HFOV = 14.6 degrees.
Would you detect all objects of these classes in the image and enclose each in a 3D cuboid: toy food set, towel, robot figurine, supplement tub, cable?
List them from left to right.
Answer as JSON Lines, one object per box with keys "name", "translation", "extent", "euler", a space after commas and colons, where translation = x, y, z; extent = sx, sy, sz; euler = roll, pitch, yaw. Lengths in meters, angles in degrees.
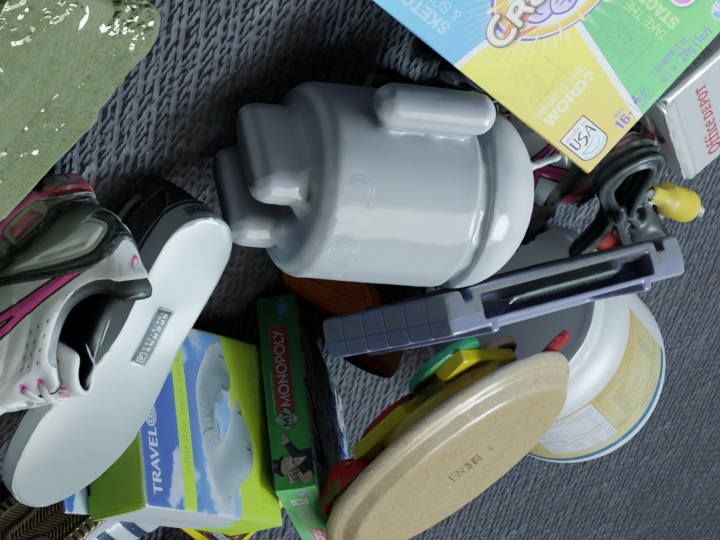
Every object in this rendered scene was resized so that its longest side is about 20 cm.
{"name": "towel", "translation": [-0.198, -0.075, 1.406], "extent": [0.200, 0.037, 0.148], "euler": [-47, 156, 13]}
{"name": "robot figurine", "translation": [0.016, -0.048, 1.642], "extent": [0.199, 0.113, 0.170], "euler": [4, 146, -24]}
{"name": "toy food set", "translation": [0.056, 0.109, 1.815], "extent": [0.198, 0.049, 0.200], "euler": [-44, 161, 18]}
{"name": "supplement tub", "translation": [0.129, 0.049, 1.996], "extent": [0.145, 0.145, 0.200], "euler": [-43, 156, 2]}
{"name": "cable", "translation": [0.164, -0.045, 1.821], "extent": [0.097, 0.050, 0.200], "euler": [-23, 157, 9]}

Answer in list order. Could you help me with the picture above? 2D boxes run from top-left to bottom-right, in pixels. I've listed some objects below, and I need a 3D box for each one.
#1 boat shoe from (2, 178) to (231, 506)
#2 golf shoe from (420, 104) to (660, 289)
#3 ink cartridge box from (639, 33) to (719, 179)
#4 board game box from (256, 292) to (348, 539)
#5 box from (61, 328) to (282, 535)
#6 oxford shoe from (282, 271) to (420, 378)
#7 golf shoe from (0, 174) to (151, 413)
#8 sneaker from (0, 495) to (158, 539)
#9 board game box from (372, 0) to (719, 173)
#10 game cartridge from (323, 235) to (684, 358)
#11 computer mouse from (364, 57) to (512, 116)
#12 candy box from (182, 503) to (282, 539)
{"name": "boat shoe", "translation": [-0.148, 0.041, 1.614], "extent": [0.071, 0.064, 0.200], "euler": [30, 94, -48]}
{"name": "golf shoe", "translation": [0.097, -0.062, 1.835], "extent": [0.200, 0.092, 0.073], "euler": [-35, 180, -24]}
{"name": "ink cartridge box", "translation": [0.259, -0.172, 1.893], "extent": [0.200, 0.085, 0.146], "euler": [-42, 157, -4]}
{"name": "board game box", "translation": [-0.033, 0.115, 1.877], "extent": [0.029, 0.135, 0.200], "euler": [-8, 156, 5]}
{"name": "box", "translation": [-0.118, 0.094, 1.719], "extent": [0.047, 0.123, 0.200], "euler": [-13, 167, 23]}
{"name": "oxford shoe", "translation": [0.000, 0.000, 1.830], "extent": [0.073, 0.071, 0.200], "euler": [-59, 163, -16]}
{"name": "golf shoe", "translation": [-0.192, 0.046, 1.538], "extent": [0.200, 0.092, 0.072], "euler": [-51, 156, 25]}
{"name": "sneaker", "translation": [-0.170, 0.166, 1.827], "extent": [0.200, 0.070, 0.109], "euler": [-26, 154, -32]}
{"name": "board game box", "translation": [0.111, -0.167, 1.600], "extent": [0.200, 0.040, 0.153], "euler": [35, 103, -35]}
{"name": "game cartridge", "translation": [0.089, 0.018, 1.753], "extent": [0.199, 0.039, 0.129], "euler": [-14, 176, -38]}
{"name": "computer mouse", "translation": [0.092, -0.156, 1.709], "extent": [0.200, 0.053, 0.138], "euler": [-42, 155, 24]}
{"name": "candy box", "translation": [-0.092, 0.140, 1.956], "extent": [0.102, 0.026, 0.200], "euler": [-44, 158, -2]}
